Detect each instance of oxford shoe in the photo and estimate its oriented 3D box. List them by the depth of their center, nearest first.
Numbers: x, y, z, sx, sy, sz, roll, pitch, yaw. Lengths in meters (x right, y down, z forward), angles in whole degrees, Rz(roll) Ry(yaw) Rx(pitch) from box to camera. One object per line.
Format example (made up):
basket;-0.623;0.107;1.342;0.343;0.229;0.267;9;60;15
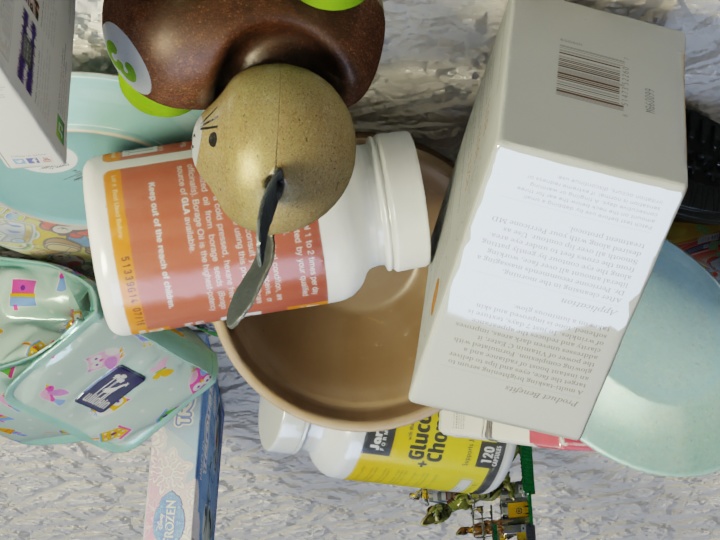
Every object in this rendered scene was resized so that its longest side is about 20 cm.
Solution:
oxford shoe;0.168;-0.064;1.223;0.200;0.073;0.084;13;158;3

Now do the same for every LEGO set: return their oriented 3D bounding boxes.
LEGO set;0.085;0.219;1.731;0.116;0.200;0.154;-9;175;25

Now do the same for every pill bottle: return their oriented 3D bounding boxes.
pill bottle;-0.062;-0.029;1.163;0.200;0.112;0.112;-9;156;-3
pill bottle;0.022;0.121;1.580;0.200;0.112;0.112;8;155;-17

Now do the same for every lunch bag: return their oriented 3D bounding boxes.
lunch bag;-0.226;0.060;1.423;0.200;0.122;0.170;-3;157;30

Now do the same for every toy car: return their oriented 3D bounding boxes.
toy car;-0.065;-0.076;1.034;0.158;0.200;0.164;4;156;-8

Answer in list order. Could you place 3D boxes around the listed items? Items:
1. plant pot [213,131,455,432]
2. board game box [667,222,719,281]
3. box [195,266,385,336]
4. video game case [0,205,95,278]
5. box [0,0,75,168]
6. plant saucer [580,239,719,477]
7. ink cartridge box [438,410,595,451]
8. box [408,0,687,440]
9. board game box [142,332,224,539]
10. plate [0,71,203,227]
plant pot;0.000;0.000;1.282;0.200;0.201;0.093;2;-164;-2
board game box;0.212;-0.007;1.329;0.200;0.034;0.135;0;142;-3
box;-0.032;0.019;1.435;0.200;0.048;0.117;-17;151;29
video game case;-0.182;-0.051;1.311;0.182;0.023;0.200;21;149;-38
box;-0.184;-0.157;0.925;0.036;0.145;0.200;-4;155;8
plant saucer;0.183;0.043;1.251;0.201;0.039;0.201;25;136;28
ink cartridge box;0.166;0.093;1.437;0.145;0.085;0.200;5;175;-23
box;0.107;-0.031;1.098;0.106;0.152;0.200;13;132;-3
board game box;-0.147;0.181;1.610;0.043;0.200;0.199;2;157;2
plate;-0.177;-0.067;1.221;0.200;0.026;0.200;0;156;0
